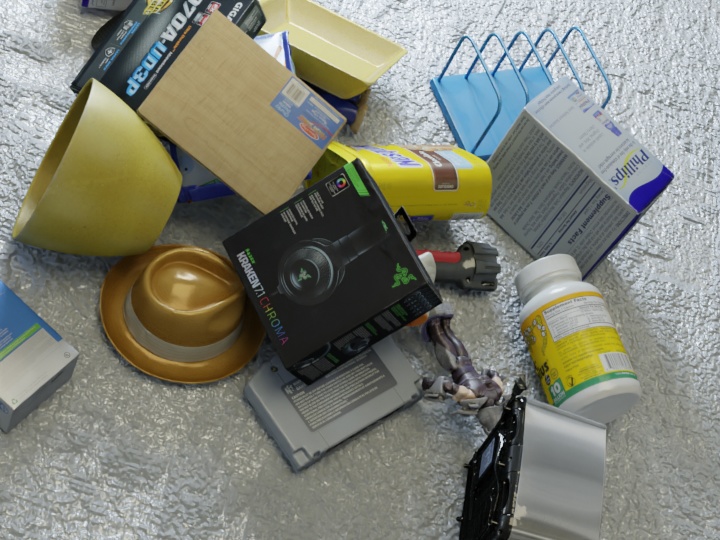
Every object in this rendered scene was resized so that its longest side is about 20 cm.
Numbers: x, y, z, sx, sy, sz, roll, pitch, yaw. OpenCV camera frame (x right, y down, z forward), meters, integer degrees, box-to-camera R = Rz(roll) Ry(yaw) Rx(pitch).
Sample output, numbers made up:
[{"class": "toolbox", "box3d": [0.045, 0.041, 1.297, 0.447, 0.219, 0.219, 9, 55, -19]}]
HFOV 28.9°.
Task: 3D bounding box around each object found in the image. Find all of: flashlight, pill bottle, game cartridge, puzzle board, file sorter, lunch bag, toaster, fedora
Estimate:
[{"class": "flashlight", "box3d": [0.078, -0.017, 1.758, 0.198, 0.068, 0.068, 2, 25, -24]}, {"class": "pill bottle", "box3d": [0.262, 0.086, 1.734, 0.112, 0.113, 0.202, -6, 61, -25]}, {"class": "game cartridge", "box3d": [-0.033, 0.135, 1.628, 0.199, 0.042, 0.134, -26, 67, -33]}, {"class": "puzzle board", "box3d": [-0.134, -0.177, 1.605, 0.199, 0.017, 0.151, 39, 78, -11]}, {"class": "file sorter", "box3d": [0.224, -0.252, 1.935, 0.198, 0.123, 0.140, -10, 62, -27]}, {"class": "lunch bag", "box3d": [-0.150, -0.173, 1.701, 0.168, 0.124, 0.202, -12, 53, 0]}, {"class": "toaster", "box3d": [0.185, 0.252, 1.540, 0.117, 0.201, 0.182, 16, 53, -7]}, {"class": "fedora", "box3d": [-0.195, 0.033, 1.596, 0.198, 0.082, 0.202, 11, 55, -16]}]

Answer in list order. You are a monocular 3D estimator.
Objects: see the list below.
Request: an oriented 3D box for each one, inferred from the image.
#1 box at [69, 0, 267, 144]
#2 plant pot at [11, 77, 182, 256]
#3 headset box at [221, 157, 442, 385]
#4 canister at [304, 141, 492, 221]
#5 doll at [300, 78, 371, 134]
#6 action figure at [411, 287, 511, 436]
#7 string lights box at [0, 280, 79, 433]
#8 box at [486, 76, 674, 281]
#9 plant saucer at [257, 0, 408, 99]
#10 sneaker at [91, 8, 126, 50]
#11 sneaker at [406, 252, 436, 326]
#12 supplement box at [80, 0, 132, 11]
[{"class": "box", "box3d": [-0.229, -0.260, 1.672, 0.158, 0.046, 0.201, 24, 71, 29]}, {"class": "plant pot", "box3d": [-0.287, -0.095, 1.585, 0.141, 0.200, 0.202, 27, 51, -18]}, {"class": "headset box", "box3d": [-0.025, -0.001, 1.579, 0.199, 0.093, 0.175, -30, 69, 5]}, {"class": "canister", "box3d": [0.049, -0.111, 1.764, 0.198, 0.088, 0.148, -3, 19, -26]}, {"class": "doll", "box3d": [-0.087, -0.243, 1.842, 0.198, 0.049, 0.137, 21, 39, -7]}, {"class": "action figure", "box3d": [0.115, 0.112, 1.669, 0.130, 0.069, 0.201, 8, 49, -56]}, {"class": "string lights box", "box3d": [-0.411, 0.065, 1.500, 0.200, 0.059, 0.103, 42, 52, 7]}, {"class": "box", "box3d": [0.271, -0.112, 1.824, 0.200, 0.184, 0.105, 44, 51, 9]}, {"class": "plant saucer", "box3d": [-0.054, -0.294, 1.849, 0.198, 0.049, 0.200, 27, 27, 6]}, {"class": "sneaker", "box3d": [-0.239, -0.302, 1.807, 0.200, 0.108, 0.067, -29, 38, -1]}, {"class": "sneaker", "box3d": [0.000, 0.000, 1.667, 0.198, 0.076, 0.093, 14, 70, 18]}, {"class": "supplement box", "box3d": [-0.266, -0.406, 1.836, 0.198, 0.104, 0.102, 2, 47, -20]}]
